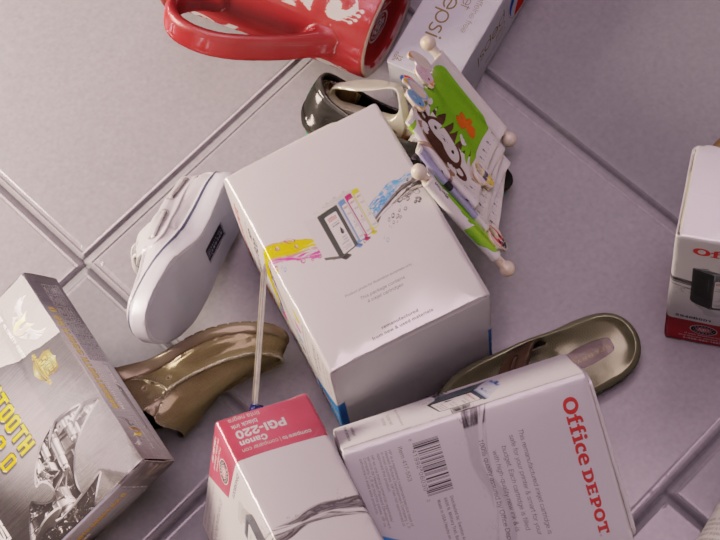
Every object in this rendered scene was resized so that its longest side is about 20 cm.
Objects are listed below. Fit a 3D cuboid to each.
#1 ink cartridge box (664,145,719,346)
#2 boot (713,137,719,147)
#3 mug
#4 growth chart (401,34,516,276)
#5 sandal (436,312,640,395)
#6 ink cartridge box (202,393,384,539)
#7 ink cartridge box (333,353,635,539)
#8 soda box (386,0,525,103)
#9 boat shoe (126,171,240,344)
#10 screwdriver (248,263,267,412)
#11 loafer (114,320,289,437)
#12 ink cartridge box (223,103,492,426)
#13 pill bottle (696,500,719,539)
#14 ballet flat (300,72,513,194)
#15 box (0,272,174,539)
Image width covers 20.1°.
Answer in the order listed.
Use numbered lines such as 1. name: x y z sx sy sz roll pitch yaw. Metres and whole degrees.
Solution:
1. ink cartridge box: 0.322 -0.009 1.614 0.144 0.200 0.084 10 66 10
2. boot: 0.370 -0.045 1.707 0.200 0.074 0.076 38 86 28
3. mug: -0.072 -0.241 1.808 0.200 0.133 0.178 24 77 11
4. growth chart: 0.082 -0.101 1.682 0.018 0.145 0.200 -31 30 28
5. sandal: 0.140 0.091 1.655 0.201 0.057 0.080 -31 85 -11
6. ink cartridge box: -0.044 0.221 1.550 0.085 0.146 0.200 -16 53 -22
7. ink cartridge box: 0.095 0.168 1.585 0.199 0.086 0.147 -18 100 -4
8. soda box: 0.100 -0.236 1.818 0.068 0.064 0.200 24 70 16
9. boat shoe: -0.160 -0.011 1.721 0.065 0.074 0.200 3 37 23
10. screwdriver: -0.081 0.093 1.639 0.029 0.028 0.201 20 110 33
11. loafer: -0.147 0.101 1.682 0.199 0.076 0.068 -22 70 9
12. ink cartridge box: 0.000 0.000 1.671 0.144 0.147 0.200 -26 65 -7
13. pill bottle: 0.306 0.236 1.550 0.114 0.114 0.200 29 71 17
14. ballet flat: 0.041 -0.122 1.759 0.199 0.069 0.068 18 31 12
15. box: -0.263 0.128 1.653 0.158 0.048 0.200 -44 66 18
